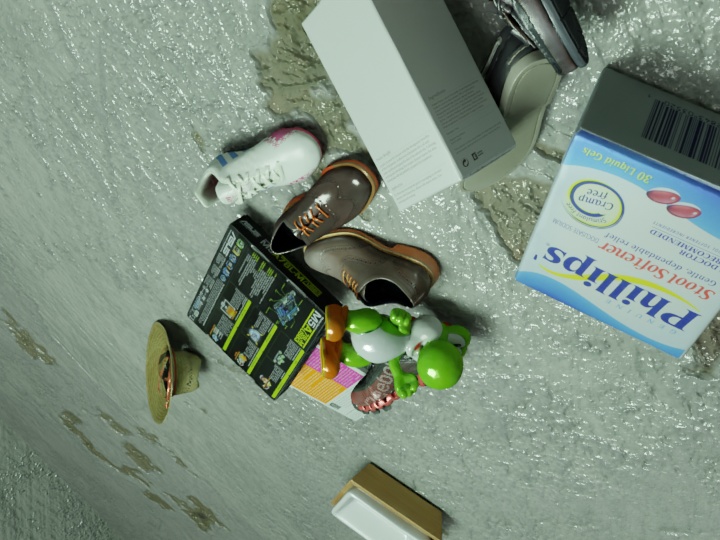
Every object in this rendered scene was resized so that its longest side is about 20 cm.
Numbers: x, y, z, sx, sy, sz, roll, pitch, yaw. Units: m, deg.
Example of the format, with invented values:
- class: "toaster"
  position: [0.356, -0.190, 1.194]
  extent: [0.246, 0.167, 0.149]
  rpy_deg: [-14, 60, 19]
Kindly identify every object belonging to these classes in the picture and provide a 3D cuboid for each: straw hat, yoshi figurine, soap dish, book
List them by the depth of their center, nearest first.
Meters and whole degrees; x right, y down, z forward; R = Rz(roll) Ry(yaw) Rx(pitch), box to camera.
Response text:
- class: "yoshi figurine"
  position: [0.050, 0.102, 0.976]
  extent: [0.194, 0.115, 0.112]
  rpy_deg: [3, 168, -10]
- class: "book"
  position: [-0.049, 0.157, 1.208]
  extent: [0.198, 0.049, 0.133]
  rpy_deg: [34, 140, -16]
- class: "soap dish"
  position: [0.050, 0.458, 1.463]
  extent: [0.197, 0.082, 0.158]
  rpy_deg: [33, 144, 3]
- class: "straw hat"
  position: [-0.347, 0.195, 1.479]
  extent: [0.083, 0.206, 0.201]
  rpy_deg: [0, 157, -28]

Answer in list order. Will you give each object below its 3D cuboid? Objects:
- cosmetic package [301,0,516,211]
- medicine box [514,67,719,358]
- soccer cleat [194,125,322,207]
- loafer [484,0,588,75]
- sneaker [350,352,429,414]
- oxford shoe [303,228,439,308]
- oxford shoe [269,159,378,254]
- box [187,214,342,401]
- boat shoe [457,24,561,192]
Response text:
- class: "cosmetic package"
  position: [0.042, -0.171, 0.706]
  extent: [0.107, 0.084, 0.204]
  rpy_deg: [-18, 100, 58]
- class: "medicine box"
  position: [0.261, -0.047, 0.710]
  extent: [0.179, 0.104, 0.202]
  rpy_deg: [26, 142, 13]
- class: "soccer cleat"
  position: [-0.129, -0.117, 0.959]
  extent: [0.197, 0.087, 0.070]
  rpy_deg: [-9, 127, 43]
- class: "loafer"
  position: [0.115, -0.243, 0.628]
  extent: [0.062, 0.072, 0.202]
  rpy_deg: [-26, 106, 31]
- class: "sneaker"
  position: [0.044, 0.135, 1.102]
  extent: [0.098, 0.071, 0.199]
  rpy_deg: [47, 130, -10]
- class: "oxford shoe"
  position: [0.000, 0.000, 0.997]
  extent: [0.196, 0.073, 0.072]
  rpy_deg: [10, 138, 31]
- class: "oxford shoe"
  position: [-0.048, -0.069, 0.958]
  extent: [0.071, 0.073, 0.199]
  rpy_deg: [43, 143, -11]
- class: "box"
  position: [-0.143, 0.057, 1.114]
  extent: [0.192, 0.047, 0.202]
  rpy_deg: [40, 127, 8]
- class: "boat shoe"
  position: [0.134, -0.153, 0.750]
  extent: [0.201, 0.071, 0.064]
  rpy_deg: [109, 145, -58]
